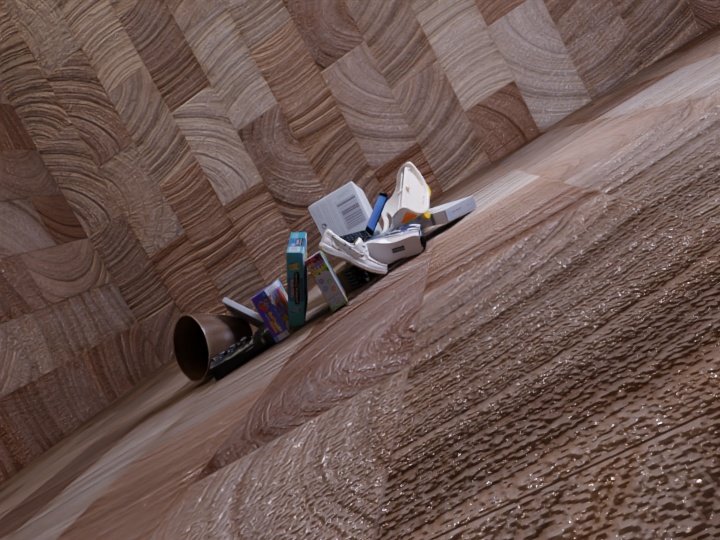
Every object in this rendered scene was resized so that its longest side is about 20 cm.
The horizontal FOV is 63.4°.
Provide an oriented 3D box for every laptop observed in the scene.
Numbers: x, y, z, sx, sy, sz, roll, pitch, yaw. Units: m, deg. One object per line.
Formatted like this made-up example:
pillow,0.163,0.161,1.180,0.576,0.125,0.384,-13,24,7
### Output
laptop,-0.015,-0.142,1.636,0.193,0.107,0.177,-14,10,-3

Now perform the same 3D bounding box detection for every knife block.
knife block,0.000,0.000,1.676,0.172,0.065,0.200,-29,5,17

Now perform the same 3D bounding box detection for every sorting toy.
sorting toy,0.115,-0.180,1.728,0.179,0.105,0.204,-37,31,39

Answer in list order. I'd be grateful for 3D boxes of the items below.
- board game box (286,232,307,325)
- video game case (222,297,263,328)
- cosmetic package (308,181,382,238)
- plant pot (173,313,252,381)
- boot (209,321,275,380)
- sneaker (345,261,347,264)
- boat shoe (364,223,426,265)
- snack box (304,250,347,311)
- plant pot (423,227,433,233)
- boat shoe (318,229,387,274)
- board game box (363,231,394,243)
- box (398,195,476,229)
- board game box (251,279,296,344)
board game box,-0.169,0.020,1.572,0.045,0.207,0.152,0,23,-1
video game case,-0.340,0.139,1.765,0.018,0.140,0.200,-63,-3,-15
cosmetic package,-0.042,-0.157,1.844,0.161,0.169,0.200,-28,-5,9
plant pot,-0.421,0.209,1.728,0.184,0.193,0.197,-26,-10,40
boot,-0.315,0.212,1.609,0.197,0.067,0.165,-36,3,3
sneaker,0.044,-0.066,1.904,0.195,0.080,0.090,-23,4,11
boat shoe,0.085,-0.070,1.572,0.193,0.077,0.093,-10,23,13
snack box,-0.089,0.023,1.528,0.052,0.145,0.200,-31,4,0
plant pot,0.224,-0.156,2.021,0.197,0.028,0.200,-33,4,3
boat shoe,-0.010,-0.049,1.508,0.071,0.195,0.071,-67,14,1
board game box,0.047,-0.071,1.714,0.192,0.045,0.200,-13,-3,4
box,0.230,-0.166,1.759,0.154,0.042,0.197,-27,8,-40
board game box,-0.228,0.109,1.604,0.044,0.137,0.200,-29,5,5
